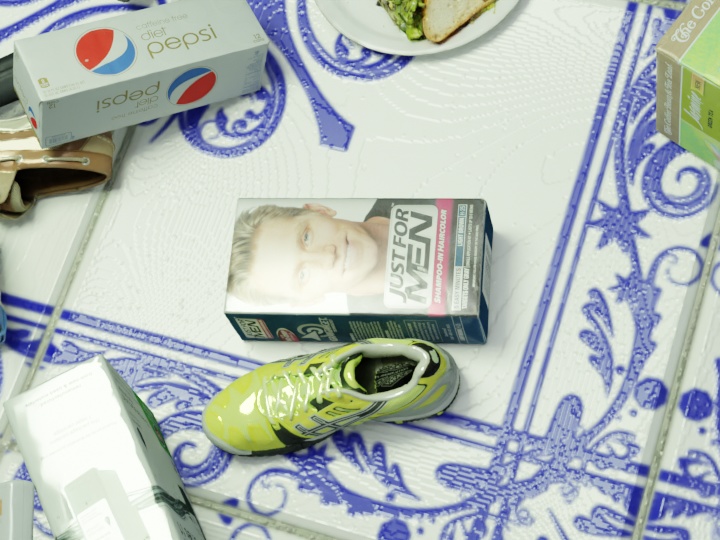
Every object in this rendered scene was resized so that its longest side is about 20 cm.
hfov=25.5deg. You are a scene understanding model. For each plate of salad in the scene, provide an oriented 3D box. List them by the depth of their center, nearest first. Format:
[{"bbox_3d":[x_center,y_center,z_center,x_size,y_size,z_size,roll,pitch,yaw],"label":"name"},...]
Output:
[{"bbox_3d":[0.049,-0.275,1.347,0.198,0.048,0.202,-4,67,10],"label":"plate of salad"}]

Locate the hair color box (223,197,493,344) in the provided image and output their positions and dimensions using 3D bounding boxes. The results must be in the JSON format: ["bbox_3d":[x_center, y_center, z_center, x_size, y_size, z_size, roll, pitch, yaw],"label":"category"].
[{"bbox_3d":[0.000,0.000,1.234,0.198,0.061,0.101,0,67,12],"label":"hair color box"}]

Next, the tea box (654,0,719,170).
[{"bbox_3d":[0.354,-0.160,1.191,0.196,0.134,0.200,34,77,22],"label":"tea box"}]

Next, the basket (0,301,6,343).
[{"bbox_3d":[-0.367,0.035,1.246,0.175,0.139,0.201,-11,56,5],"label":"basket"}]

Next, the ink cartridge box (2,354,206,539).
[{"bbox_3d":[-0.166,0.183,1.142,0.083,0.147,0.201,-26,66,-3],"label":"ink cartridge box"}]

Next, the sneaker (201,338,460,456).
[{"bbox_3d":[-0.027,0.085,1.194,0.198,0.076,0.076,-16,67,5],"label":"sneaker"}]

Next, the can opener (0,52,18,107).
[{"bbox_3d":[-0.319,-0.156,1.346,0.199,0.079,0.063,-20,39,-15],"label":"can opener"}]

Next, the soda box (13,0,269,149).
[{"bbox_3d":[-0.179,-0.167,1.299,0.199,0.064,0.068,-18,62,-23],"label":"soda box"}]

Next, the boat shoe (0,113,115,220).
[{"bbox_3d":[-0.298,-0.082,1.320,0.198,0.076,0.072,-16,67,6],"label":"boat shoe"}]

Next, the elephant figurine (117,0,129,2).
[{"bbox_3d":[-0.111,-0.321,1.370,0.141,0.155,0.202,16,78,-29],"label":"elephant figurine"}]

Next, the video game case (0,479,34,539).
[{"bbox_3d":[-0.289,0.254,1.128,0.199,0.022,0.184,-21,65,47],"label":"video game case"}]
